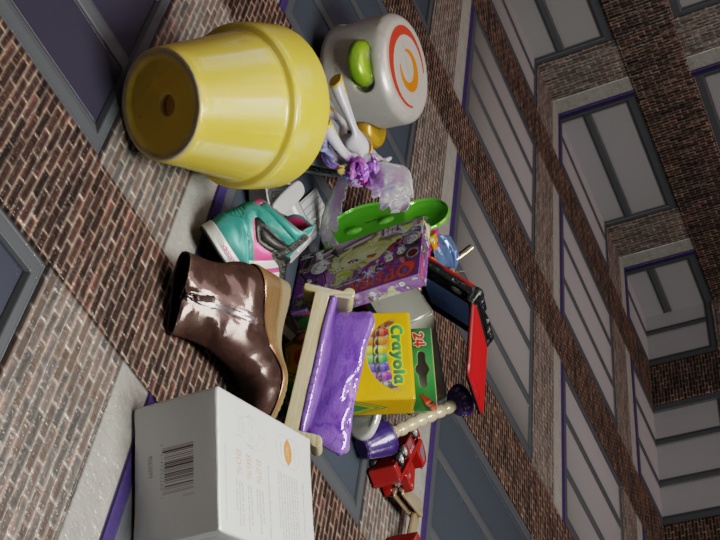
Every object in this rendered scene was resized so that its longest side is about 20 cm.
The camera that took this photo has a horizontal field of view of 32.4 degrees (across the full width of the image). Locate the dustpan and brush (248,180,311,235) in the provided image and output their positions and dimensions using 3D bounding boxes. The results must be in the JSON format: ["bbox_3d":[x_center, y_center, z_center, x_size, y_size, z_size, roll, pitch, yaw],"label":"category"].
[{"bbox_3d":[-0.115,-0.081,1.660,0.140,0.057,0.200,65,34,-20],"label":"dustpan and brush"}]

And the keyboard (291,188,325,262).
[{"bbox_3d":[-0.084,-0.068,1.801,0.057,0.011,0.200,69,21,-13],"label":"keyboard"}]

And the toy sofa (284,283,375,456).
[{"bbox_3d":[-0.043,0.124,1.531,0.083,0.097,0.201,94,8,-73],"label":"toy sofa"}]

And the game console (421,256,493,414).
[{"bbox_3d":[0.128,0.092,1.792,0.119,0.172,0.200,-53,158,-13],"label":"game console"}]

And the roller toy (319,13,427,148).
[{"bbox_3d":[0.019,-0.325,2.064,0.201,0.139,0.183,60,36,-38],"label":"roller toy"}]

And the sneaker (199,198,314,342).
[{"bbox_3d":[-0.103,-0.013,1.551,0.201,0.120,0.084,59,-9,-33],"label":"sneaker"}]

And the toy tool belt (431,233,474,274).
[{"bbox_3d":[0.116,-0.018,2.110,0.200,0.122,0.126,-17,90,-69],"label":"toy tool belt"}]

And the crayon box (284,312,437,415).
[{"bbox_3d":[0.000,0.121,1.615,0.051,0.198,0.128,93,-6,-60],"label":"crayon box"}]

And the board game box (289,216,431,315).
[{"bbox_3d":[0.000,0.000,1.700,0.032,0.199,0.121,54,28,-39],"label":"board game box"}]

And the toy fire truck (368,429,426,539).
[{"bbox_3d":[0.065,0.330,1.836,0.200,0.048,0.142,-50,122,-66],"label":"toy fire truck"}]

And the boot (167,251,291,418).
[{"bbox_3d":[-0.161,0.086,1.443,0.166,0.072,0.202,14,80,-44],"label":"boot"}]

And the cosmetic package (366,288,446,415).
[{"bbox_3d":[0.068,0.110,1.848,0.104,0.073,0.201,56,-14,43],"label":"cosmetic package"}]

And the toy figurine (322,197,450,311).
[{"bbox_3d":[0.058,0.003,1.905,0.150,0.199,0.185,-116,-172,-54],"label":"toy figurine"}]

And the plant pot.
[{"bbox_3d":[-0.168,-0.193,1.453,0.188,0.200,0.202,-10,84,-53],"label":"plant pot"}]

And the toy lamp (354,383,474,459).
[{"bbox_3d":[0.079,0.224,1.817,0.199,0.058,0.059,-22,97,-32],"label":"toy lamp"}]

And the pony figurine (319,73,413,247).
[{"bbox_3d":[-0.009,-0.156,1.808,0.200,0.166,0.194,51,34,-35],"label":"pony figurine"}]

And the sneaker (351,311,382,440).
[{"bbox_3d":[0.024,0.159,1.698,0.099,0.070,0.201,46,30,-41],"label":"sneaker"}]

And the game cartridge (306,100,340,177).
[{"bbox_3d":[-0.079,-0.214,1.887,0.200,0.041,0.134,-1,72,-68],"label":"game cartridge"}]

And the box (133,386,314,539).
[{"bbox_3d":[-0.141,0.233,1.311,0.200,0.106,0.153,42,37,-54],"label":"box"}]
